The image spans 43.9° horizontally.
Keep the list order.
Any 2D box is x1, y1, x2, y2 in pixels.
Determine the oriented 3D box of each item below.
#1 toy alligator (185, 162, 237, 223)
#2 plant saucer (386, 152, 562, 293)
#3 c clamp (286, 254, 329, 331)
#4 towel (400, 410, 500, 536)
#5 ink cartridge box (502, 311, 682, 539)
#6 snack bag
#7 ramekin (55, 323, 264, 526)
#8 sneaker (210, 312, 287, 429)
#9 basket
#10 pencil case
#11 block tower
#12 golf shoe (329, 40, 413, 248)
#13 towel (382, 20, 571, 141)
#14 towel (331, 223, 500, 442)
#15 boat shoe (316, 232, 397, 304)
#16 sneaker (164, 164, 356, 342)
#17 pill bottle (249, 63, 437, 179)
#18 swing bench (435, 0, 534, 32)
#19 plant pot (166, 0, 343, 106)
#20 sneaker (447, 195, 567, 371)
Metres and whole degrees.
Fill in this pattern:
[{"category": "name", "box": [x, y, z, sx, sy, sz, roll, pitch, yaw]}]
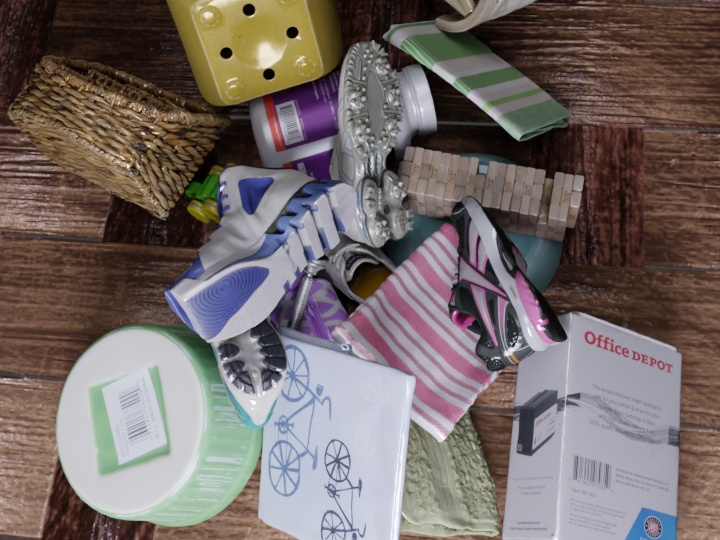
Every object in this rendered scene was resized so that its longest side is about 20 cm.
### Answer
[{"category": "toy alligator", "box": [-0.134, -0.077, 0.969, 0.054, 0.198, 0.060, 38, 72, -28]}, {"category": "plant saucer", "box": [0.124, -0.045, 0.976, 0.195, 0.036, 0.205, -2, 70, 6]}, {"category": "c clamp", "box": [-0.079, 0.041, 0.894, 0.169, 0.027, 0.204, 26, 107, 41]}, {"category": "towel", "box": [0.059, 0.155, 0.854, 0.036, 0.146, 0.203, -42, 49, 36]}, {"category": "ink cartridge box", "box": [0.218, 0.160, 0.832, 0.143, 0.083, 0.204, 19, 69, -24]}, {"category": "snack bag", "box": [-0.024, 0.159, 0.807, 0.198, 0.021, 0.193, 9, 96, 46]}, {"category": "ramekin", "box": [-0.202, 0.148, 0.879, 0.195, 0.097, 0.205, -5, 77, 20]}, {"category": "sneaker", "box": [-0.119, 0.058, 0.851, 0.076, 0.081, 0.203, -6, 49, -13]}, {"category": "basket", "box": [-0.273, -0.181, 1.004, 0.197, 0.143, 0.151, 26, 73, 22]}, {"category": "pencil case", "box": [-0.027, 0.105, 0.911, 0.083, 0.086, 0.202, -28, 68, -3]}, {"category": "block tower", "box": [0.131, -0.081, 0.940, 0.195, 0.058, 0.055, 10, 70, 11]}, {"category": "golf shoe", "box": [-0.006, -0.126, 0.909, 0.077, 0.096, 0.205, -9, 100, -38]}, {"category": "towel", "box": [0.133, -0.216, 0.998, 0.200, 0.024, 0.152, 43, 34, 18]}, {"category": "towel", "box": [0.081, 0.051, 0.871, 0.146, 0.030, 0.200, 41, 53, 10]}, {"category": "boat shoe", "box": [0.000, 0.000, 0.949, 0.071, 0.070, 0.200, -42, 64, -7]}, {"category": "sneaker", "box": [-0.107, -0.030, 0.828, 0.114, 0.082, 0.199, 31, 60, 35]}, {"category": "pill bottle", "box": [-0.019, -0.164, 0.995, 0.196, 0.113, 0.115, -17, 68, -1]}, {"category": "swing bench", "box": [0.157, -0.379, 1.024, 0.196, 0.130, 0.202, -25, 71, -22]}, {"category": "plant pot", "box": [-0.118, -0.291, 0.970, 0.190, 0.198, 0.202, -16, 40, 0]}, {"category": "sneaker", "box": [0.114, 0.011, 0.848, 0.086, 0.080, 0.202, -36, 36, 14]}]
